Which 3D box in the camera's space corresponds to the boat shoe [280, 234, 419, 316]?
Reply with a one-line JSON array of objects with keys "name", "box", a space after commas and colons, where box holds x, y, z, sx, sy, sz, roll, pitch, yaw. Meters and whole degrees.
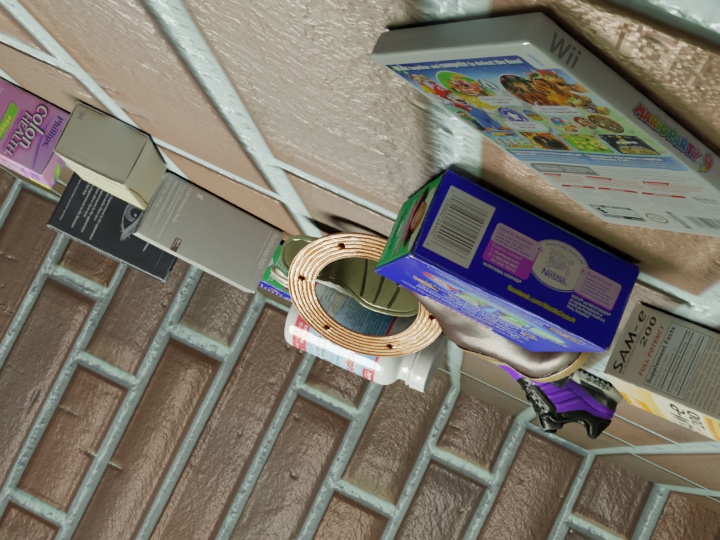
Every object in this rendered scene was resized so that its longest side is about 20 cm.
[{"name": "boat shoe", "box": [0.000, 0.000, 1.385, 0.199, 0.075, 0.068, 23, -170, 18]}]

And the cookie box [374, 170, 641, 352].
[{"name": "cookie box", "box": [0.110, 0.000, 0.900, 0.171, 0.075, 0.200, 26, 173, -5]}]

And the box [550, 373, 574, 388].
[{"name": "box", "box": [0.185, 0.087, 1.418, 0.199, 0.050, 0.199, 24, 174, 9]}]

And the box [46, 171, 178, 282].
[{"name": "box", "box": [-0.362, -0.088, 1.695, 0.199, 0.148, 0.104, 28, 173, -11]}]

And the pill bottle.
[{"name": "pill bottle", "box": [0.009, 0.084, 1.442, 0.199, 0.109, 0.109, 23, 173, 12]}]

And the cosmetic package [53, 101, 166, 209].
[{"name": "cosmetic package", "box": [-0.324, -0.146, 1.432, 0.103, 0.073, 0.200, 26, 174, 0]}]

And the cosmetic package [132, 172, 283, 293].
[{"name": "cosmetic package", "box": [-0.227, -0.055, 1.629, 0.199, 0.107, 0.090, 26, 174, -14]}]

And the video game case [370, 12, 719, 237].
[{"name": "video game case", "box": [0.117, -0.071, 0.581, 0.200, 0.018, 0.143, 30, 173, -29]}]

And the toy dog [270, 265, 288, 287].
[{"name": "toy dog", "box": [-0.031, 0.014, 1.598, 0.132, 0.097, 0.200, 22, -169, -42]}]

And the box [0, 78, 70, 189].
[{"name": "box", "box": [-0.514, -0.210, 1.548, 0.199, 0.097, 0.176, 27, 173, -10]}]

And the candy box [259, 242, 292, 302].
[{"name": "candy box", "box": [-0.132, 0.001, 1.820, 0.199, 0.077, 0.169, 25, 174, -4]}]

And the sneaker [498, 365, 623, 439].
[{"name": "sneaker", "box": [0.269, 0.179, 1.565, 0.199, 0.100, 0.070, 25, 171, 8]}]

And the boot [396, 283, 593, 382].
[{"name": "boot", "box": [0.144, 0.050, 1.195, 0.166, 0.073, 0.200, 39, 157, -23]}]

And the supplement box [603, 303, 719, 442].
[{"name": "supplement box", "box": [0.326, 0.110, 0.948, 0.199, 0.074, 0.126, 23, 172, 30]}]

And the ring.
[{"name": "ring", "box": [0.009, 0.029, 1.316, 0.199, 0.019, 0.201, 10, 133, 11]}]
